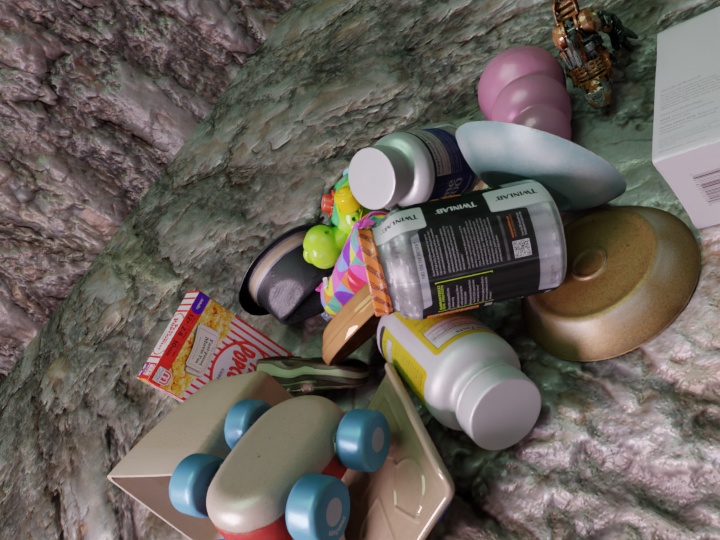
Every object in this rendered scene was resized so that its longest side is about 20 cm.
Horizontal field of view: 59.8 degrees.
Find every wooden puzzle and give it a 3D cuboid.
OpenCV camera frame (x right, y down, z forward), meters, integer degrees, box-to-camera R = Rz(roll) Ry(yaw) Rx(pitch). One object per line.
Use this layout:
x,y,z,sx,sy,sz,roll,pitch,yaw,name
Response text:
0.033,0.230,0.669,0.185,0.046,0.200,-119,46,-58,wooden puzzle

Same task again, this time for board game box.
-0.219,0.148,0.974,0.046,0.200,0.152,-5,53,50,board game box

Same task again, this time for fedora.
-0.098,0.020,1.029,0.201,0.201,0.092,-48,60,5,fedora

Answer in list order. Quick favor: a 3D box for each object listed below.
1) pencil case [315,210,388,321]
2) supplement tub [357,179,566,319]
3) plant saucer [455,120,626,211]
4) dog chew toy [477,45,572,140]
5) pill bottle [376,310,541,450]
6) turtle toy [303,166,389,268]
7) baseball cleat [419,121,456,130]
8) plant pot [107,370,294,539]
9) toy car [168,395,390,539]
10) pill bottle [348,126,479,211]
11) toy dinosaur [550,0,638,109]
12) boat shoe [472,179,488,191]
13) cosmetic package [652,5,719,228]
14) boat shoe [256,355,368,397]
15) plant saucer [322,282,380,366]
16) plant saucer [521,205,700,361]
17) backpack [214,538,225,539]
0.000,0.000,0.887,0.200,0.088,0.089,124,164,-52,pencil case
0.103,-0.018,0.663,0.199,0.123,0.123,-12,37,0,supplement tub
0.196,-0.107,0.716,0.201,0.201,0.039,16,82,57,plant saucer
0.234,-0.222,0.864,0.124,0.124,0.200,-33,40,27,dog chew toy
0.104,0.104,0.684,0.111,0.111,0.200,-49,30,2,pill bottle
-0.010,-0.083,0.973,0.101,0.146,0.200,10,53,43,turtle toy
0.081,-0.206,1.093,0.200,0.070,0.107,-35,34,23,baseball cleat
-0.163,0.247,0.818,0.200,0.200,0.177,-19,32,42,plant pot
-0.061,0.256,0.660,0.184,0.200,0.177,-2,27,31,toy car
0.079,-0.143,0.890,0.111,0.111,0.200,-16,3,44,pill bottle
0.305,-0.317,0.845,0.102,0.136,0.201,3,100,37,toy dinosaur
0.164,-0.078,0.843,0.072,0.076,0.200,-9,47,53,boat shoe
0.360,-0.160,0.636,0.081,0.113,0.200,-18,42,42,cosmetic package
-0.068,0.165,0.906,0.202,0.075,0.075,-4,88,42,boat shoe
0.021,0.044,0.813,0.200,0.037,0.200,-42,-10,-9,plant saucer
0.253,0.001,0.674,0.200,0.035,0.200,-33,35,27,plant saucer
-0.155,0.390,0.664,0.162,0.168,0.200,-20,38,31,backpack
